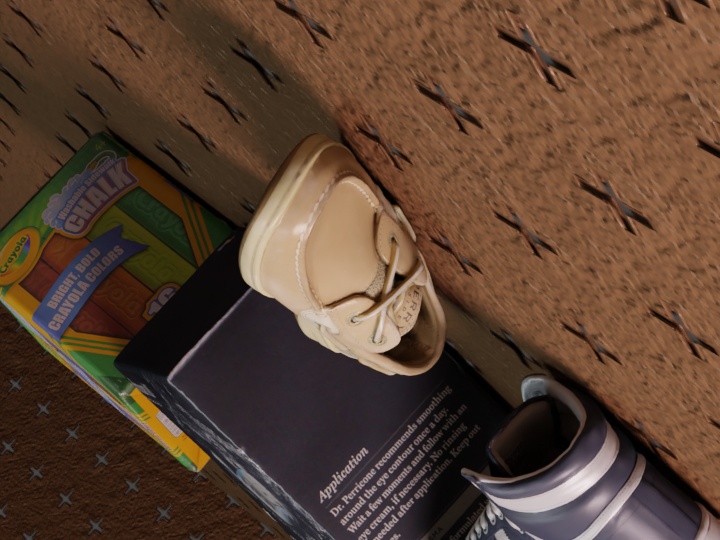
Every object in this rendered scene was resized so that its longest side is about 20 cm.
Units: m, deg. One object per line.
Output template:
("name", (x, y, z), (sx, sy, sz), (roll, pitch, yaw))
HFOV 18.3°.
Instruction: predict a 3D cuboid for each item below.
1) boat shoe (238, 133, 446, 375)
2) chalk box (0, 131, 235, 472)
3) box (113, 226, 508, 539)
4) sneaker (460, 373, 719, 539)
("boat shoe", (0.000, 0.000, 0.967), (0.065, 0.072, 0.200), (30, 169, 17))
("chalk box", (-0.150, 0.008, 1.407), (0.200, 0.125, 0.124), (35, 168, 30))
("box", (-0.016, 0.081, 1.227), (0.200, 0.117, 0.197), (45, 170, -10))
("sneaker", (0.075, 0.111, 1.047), (0.108, 0.070, 0.200), (44, 150, -17))
